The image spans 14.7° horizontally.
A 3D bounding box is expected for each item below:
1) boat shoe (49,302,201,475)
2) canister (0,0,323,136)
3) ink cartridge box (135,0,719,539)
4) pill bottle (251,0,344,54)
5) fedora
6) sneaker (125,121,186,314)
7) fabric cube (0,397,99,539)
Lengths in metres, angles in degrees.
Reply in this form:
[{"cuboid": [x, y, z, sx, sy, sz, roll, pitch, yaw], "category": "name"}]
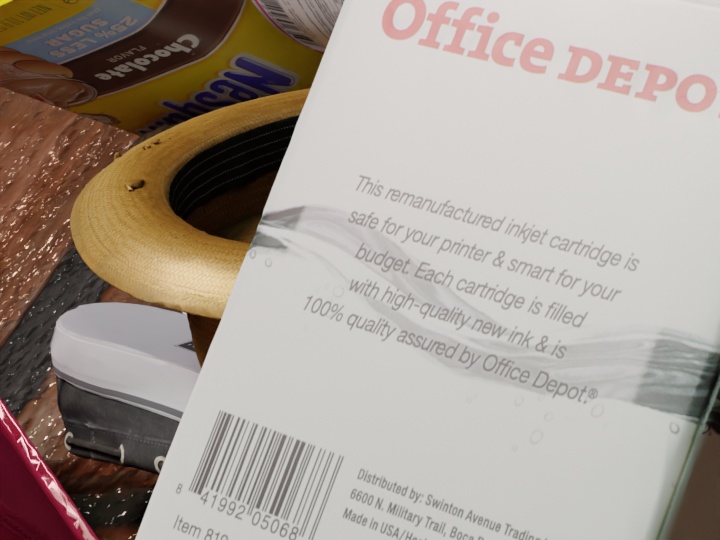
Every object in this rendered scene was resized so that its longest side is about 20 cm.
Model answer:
[{"cuboid": [-0.037, 0.061, 0.995, 0.068, 0.057, 0.199, -12, 22, -42], "category": "boat shoe"}, {"cuboid": [-0.081, -0.108, 1.129, 0.148, 0.199, 0.087, -13, 67, 44], "category": "canister"}, {"cuboid": [0.041, 0.032, 0.670, 0.146, 0.083, 0.201, 18, 85, 39], "category": "ink cartridge box"}, {"cuboid": [0.034, -0.123, 0.982, 0.113, 0.113, 0.200, -44, 22, -9], "category": "pill bottle"}, {"cuboid": [0.000, 0.000, 0.960, 0.199, 0.082, 0.201, -2, 24, 1], "category": "fedora"}, {"cuboid": [-0.050, -0.007, 1.106, 0.200, 0.075, 0.081, 8, 61, 56], "category": "sneaker"}, {"cuboid": [-0.229, 0.089, 0.972, 0.199, 0.200, 0.196, -40, 58, -1], "category": "fabric cube"}]
